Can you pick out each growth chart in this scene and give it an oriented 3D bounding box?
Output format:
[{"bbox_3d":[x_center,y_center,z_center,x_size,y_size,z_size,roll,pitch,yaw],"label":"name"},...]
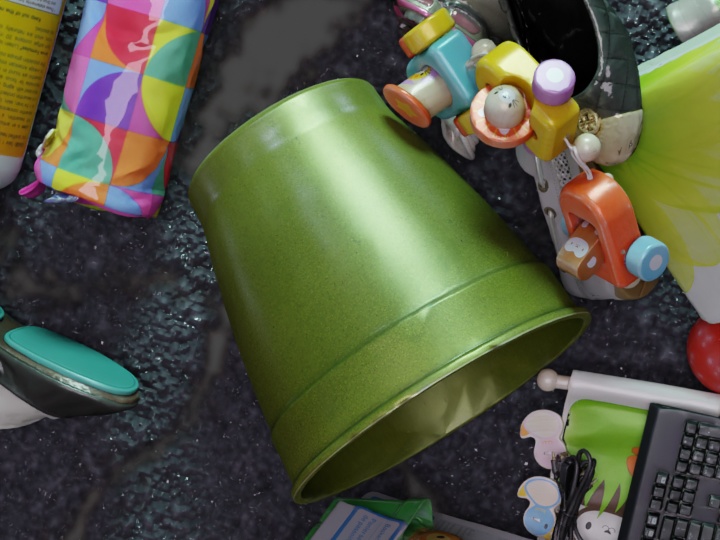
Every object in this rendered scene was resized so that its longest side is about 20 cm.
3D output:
[{"bbox_3d":[0.167,0.158,1.108,0.144,0.018,0.202,0,102,10],"label":"growth chart"}]

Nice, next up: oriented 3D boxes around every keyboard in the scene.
[{"bbox_3d":[0.166,0.176,1.093,0.126,0.021,0.201,12,103,7],"label":"keyboard"}]

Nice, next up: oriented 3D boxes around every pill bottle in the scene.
[{"bbox_3d":[-0.251,-0.115,1.111,0.110,0.111,0.201,16,94,6],"label":"pill bottle"}]

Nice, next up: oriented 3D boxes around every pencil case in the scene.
[{"bbox_3d":[-0.141,-0.128,1.113,0.088,0.088,0.201,19,93,6],"label":"pencil case"}]

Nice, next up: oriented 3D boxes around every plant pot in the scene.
[{"bbox_3d":[0.000,0.000,1.059,0.200,0.200,0.194,-33,77,7],"label":"plant pot"}]

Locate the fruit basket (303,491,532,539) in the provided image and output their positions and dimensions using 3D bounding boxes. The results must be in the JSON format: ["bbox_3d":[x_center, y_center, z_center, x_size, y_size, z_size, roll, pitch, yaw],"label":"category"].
[{"bbox_3d":[0.045,0.204,1.037,0.199,0.185,0.094,10,130,31],"label":"fruit basket"}]

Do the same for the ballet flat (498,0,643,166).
[{"bbox_3d":[0.096,-0.147,0.981,0.066,0.057,0.201,-19,99,37],"label":"ballet flat"}]

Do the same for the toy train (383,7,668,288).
[{"bbox_3d":[0.080,-0.062,1.017,0.055,0.151,0.200,-36,43,-17],"label":"toy train"}]

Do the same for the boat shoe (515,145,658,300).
[{"bbox_3d":[0.122,-0.078,1.088,0.069,0.071,0.201,-8,95,46],"label":"boat shoe"}]

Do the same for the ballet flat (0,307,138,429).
[{"bbox_3d":[-0.230,0.054,1.144,0.199,0.068,0.069,30,106,15],"label":"ballet flat"}]

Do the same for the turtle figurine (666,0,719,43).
[{"bbox_3d":[0.292,-0.168,1.062,0.193,0.200,0.144,-34,112,27],"label":"turtle figurine"}]

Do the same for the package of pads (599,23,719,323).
[{"bbox_3d":[0.238,-0.067,0.999,0.199,0.068,0.155,-24,106,42],"label":"package of pads"}]

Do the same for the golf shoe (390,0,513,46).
[{"bbox_3d":[0.018,-0.204,1.098,0.199,0.073,0.092,33,86,-5],"label":"golf shoe"}]

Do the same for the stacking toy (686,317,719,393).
[{"bbox_3d":[0.288,0.018,1.075,0.199,0.085,0.086,-22,90,14],"label":"stacking toy"}]
